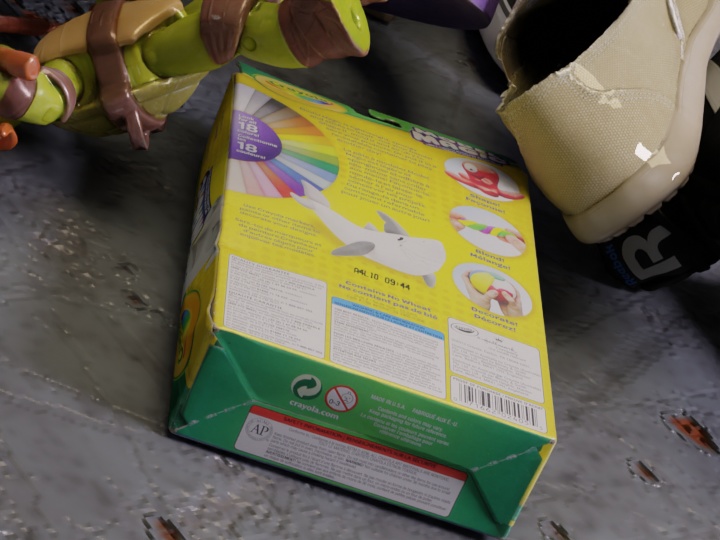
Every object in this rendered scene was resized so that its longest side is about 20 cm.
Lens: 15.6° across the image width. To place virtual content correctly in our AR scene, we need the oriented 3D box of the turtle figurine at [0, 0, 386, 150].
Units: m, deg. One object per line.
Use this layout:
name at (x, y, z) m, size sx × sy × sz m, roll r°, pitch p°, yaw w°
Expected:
turtle figurine at (-0.076, -0.073, 0.884) m, size 0.161 × 0.065 × 0.200 m, roll -16°, pitch 7°, yaw 16°

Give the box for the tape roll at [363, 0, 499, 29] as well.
tape roll at (-0.028, -0.168, 1.015) m, size 0.200 × 0.085 × 0.200 m, roll 21°, pitch -3°, yaw 1°

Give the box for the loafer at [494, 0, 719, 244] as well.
loafer at (0.092, -0.091, 0.992) m, size 0.068 × 0.076 × 0.200 m, roll 47°, pitch 25°, yaw -23°

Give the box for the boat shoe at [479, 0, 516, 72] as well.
boat shoe at (0.077, -0.147, 1.170) m, size 0.069 × 0.057 × 0.200 m, roll 24°, pitch 30°, yaw -30°

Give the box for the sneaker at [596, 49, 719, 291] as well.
sneaker at (0.140, -0.012, 0.960) m, size 0.073 × 0.112 × 0.200 m, roll 48°, pitch 21°, yaw -24°

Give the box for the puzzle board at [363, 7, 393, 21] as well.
puzzle board at (-0.023, -0.184, 1.211) m, size 0.150 × 0.017 × 0.200 m, roll 28°, pitch 29°, yaw 5°

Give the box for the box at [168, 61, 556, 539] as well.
box at (0.000, 0.000, 0.886) m, size 0.117 × 0.048 × 0.200 m, roll 19°, pitch 30°, yaw -10°
